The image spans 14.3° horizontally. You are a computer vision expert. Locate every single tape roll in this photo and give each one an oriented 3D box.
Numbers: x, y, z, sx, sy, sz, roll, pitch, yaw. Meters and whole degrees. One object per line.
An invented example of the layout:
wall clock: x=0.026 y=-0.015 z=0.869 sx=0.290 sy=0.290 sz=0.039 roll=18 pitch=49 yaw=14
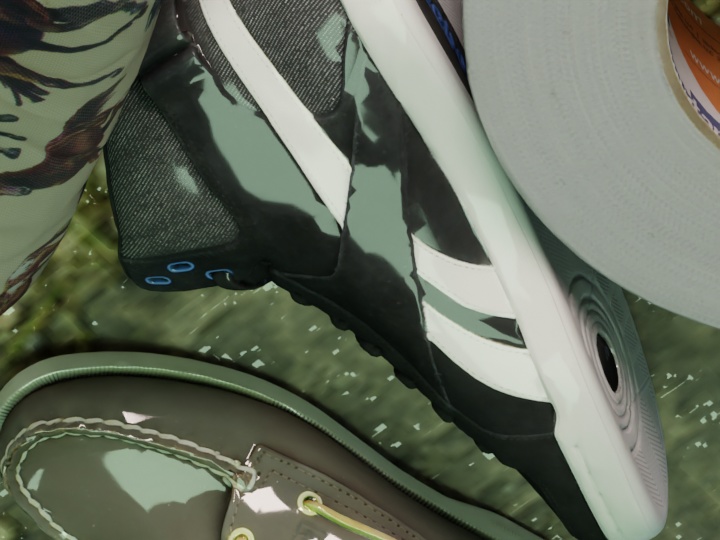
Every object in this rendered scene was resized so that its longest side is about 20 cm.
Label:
tape roll: x=0.124 y=-0.080 z=0.710 sx=0.199 sy=0.066 sz=0.201 roll=1 pitch=125 yaw=2

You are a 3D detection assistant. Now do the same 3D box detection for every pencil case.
pencil case: x=-0.098 y=-0.056 z=0.683 sx=0.089 sy=0.078 sz=0.200 roll=4 pitch=152 yaw=-18

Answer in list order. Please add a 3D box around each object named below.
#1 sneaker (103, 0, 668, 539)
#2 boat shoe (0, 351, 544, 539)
sneaker: x=0.000 y=0.000 z=0.772 sx=0.111 sy=0.073 sz=0.201 roll=-20 pitch=113 yaw=19
boat shoe: x=-0.016 y=0.087 z=0.832 sx=0.201 sy=0.060 sz=0.072 roll=26 pitch=121 yaw=-15
